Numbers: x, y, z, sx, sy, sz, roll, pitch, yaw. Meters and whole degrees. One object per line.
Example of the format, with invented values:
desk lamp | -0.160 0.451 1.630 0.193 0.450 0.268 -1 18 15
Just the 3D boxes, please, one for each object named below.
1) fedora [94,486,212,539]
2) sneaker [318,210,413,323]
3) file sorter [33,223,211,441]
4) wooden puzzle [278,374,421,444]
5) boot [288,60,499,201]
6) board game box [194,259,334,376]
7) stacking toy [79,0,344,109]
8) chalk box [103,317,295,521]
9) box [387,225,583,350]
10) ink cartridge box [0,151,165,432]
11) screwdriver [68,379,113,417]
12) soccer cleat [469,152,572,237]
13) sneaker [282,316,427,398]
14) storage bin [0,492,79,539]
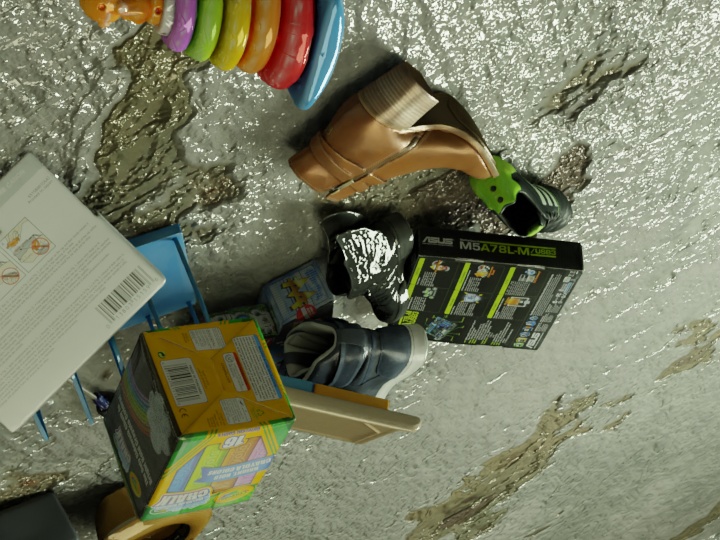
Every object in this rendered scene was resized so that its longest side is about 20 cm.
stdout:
fedora | -0.291 0.331 1.786 0.201 0.082 0.201 -27 158 -12
sneaker | 0.002 0.002 1.514 0.104 0.060 0.200 -26 146 -25
file sorter | -0.250 0.068 1.369 0.200 0.123 0.139 -20 150 -12
wooden puzzle | -0.051 0.151 1.495 0.185 0.037 0.200 15 165 -18
boot | 0.035 -0.113 1.360 0.155 0.074 0.200 -38 136 18
board game box | -0.112 0.077 1.552 0.200 0.062 0.200 -9 145 -28
stacking toy | -0.123 -0.203 1.080 0.200 0.110 0.116 2 126 -22
chalk box | -0.165 0.157 1.329 0.124 0.124 0.200 -7 146 -30
box | 0.141 0.025 1.604 0.193 0.048 0.200 7 148 -6
ink cartridge box | -0.307 0.018 1.233 0.200 0.044 0.174 -45 110 -4
screwdriver | -0.302 0.134 1.531 0.029 0.028 0.200 -53 153 -14
soccer cleat | 0.187 -0.067 1.537 0.068 0.081 0.200 -38 148 20
sneaker | -0.032 0.116 1.545 0.146 0.077 0.202 1 149 -27
storage bin | -0.425 0.376 1.719 0.134 0.146 0.200 -23 152 -26
